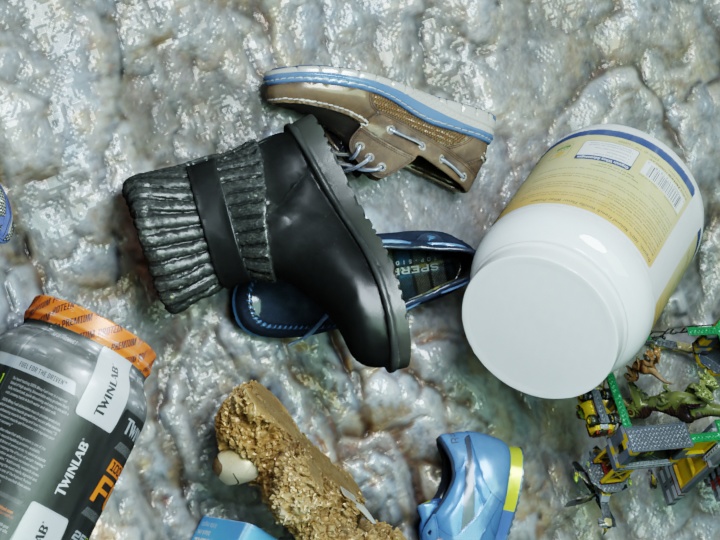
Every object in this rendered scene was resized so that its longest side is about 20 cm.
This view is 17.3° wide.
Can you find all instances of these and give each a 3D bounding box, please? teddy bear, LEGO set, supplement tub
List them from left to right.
[{"bbox_3d":[-0.225,0.126,1.630,0.122,0.122,0.201,31,75,-24],"label":"supplement tub"},{"bbox_3d":[-0.037,0.173,1.723,0.067,0.145,0.200,-43,108,9],"label":"teddy bear"},{"bbox_3d":[0.167,-0.007,1.792,0.145,0.144,0.200,58,36,-15],"label":"supplement tub"},{"bbox_3d":[0.234,0.120,1.904,0.199,0.116,0.154,-10,64,-32],"label":"LEGO set"}]

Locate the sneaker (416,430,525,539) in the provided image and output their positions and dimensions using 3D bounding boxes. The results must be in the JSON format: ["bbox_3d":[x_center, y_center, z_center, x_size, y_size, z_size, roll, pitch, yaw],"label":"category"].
[{"bbox_3d":[0.070,0.223,1.824,0.078,0.066,0.201,12,83,-13],"label":"sneaker"}]

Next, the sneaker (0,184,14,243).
[{"bbox_3d":[-0.313,-0.003,1.616,0.200,0.075,0.079,-40,110,-21],"label":"sneaker"}]

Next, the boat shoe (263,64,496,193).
[{"bbox_3d":[0.015,-0.105,1.792,0.199,0.072,0.073,13,84,-27],"label":"boat shoe"}]

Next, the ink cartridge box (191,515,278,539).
[{"bbox_3d":[-0.088,0.301,1.720,0.145,0.084,0.201,35,73,-25],"label":"ink cartridge box"}]

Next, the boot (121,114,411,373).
[{"bbox_3d":[-0.068,0.002,1.700,0.157,0.080,0.212,-23,70,-12],"label":"boot"}]

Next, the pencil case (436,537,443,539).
[{"bbox_3d":[0.050,0.300,1.753,0.087,0.078,0.201,0,119,-50],"label":"pencil case"}]

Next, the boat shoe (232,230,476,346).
[{"bbox_3d":[0.000,0.000,1.783,0.199,0.069,0.085,-19,98,-27],"label":"boat shoe"}]
